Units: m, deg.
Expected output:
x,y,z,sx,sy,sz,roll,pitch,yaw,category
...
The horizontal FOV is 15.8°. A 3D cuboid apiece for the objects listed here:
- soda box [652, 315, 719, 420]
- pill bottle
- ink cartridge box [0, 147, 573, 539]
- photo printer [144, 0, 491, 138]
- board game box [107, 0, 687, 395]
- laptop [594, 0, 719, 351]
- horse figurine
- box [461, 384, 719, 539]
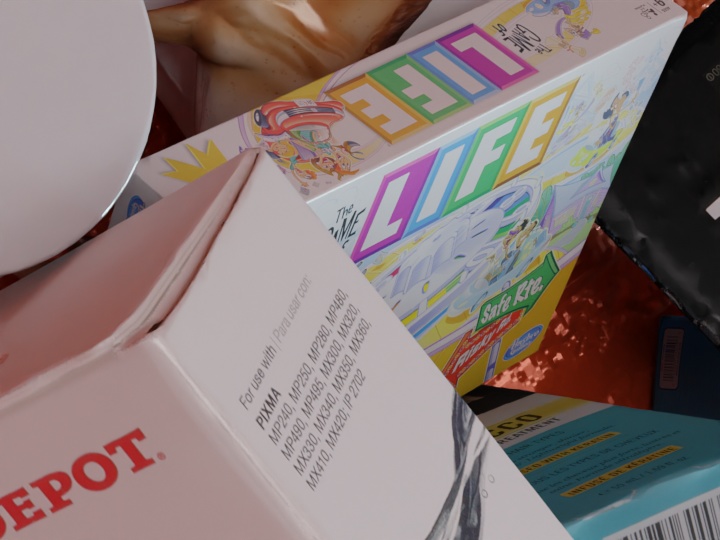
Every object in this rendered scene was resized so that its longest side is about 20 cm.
x,y,z,sx,sy,sz,roll,pitch,yaw,category
0.140,0.118,0.895,0.068,0.064,0.201,6,88,-30,soda box
-0.135,-0.045,0.658,0.115,0.200,0.116,-1,91,-30,pill bottle
-0.028,0.092,0.597,0.200,0.145,0.084,52,32,-17,ink cartridge box
-0.021,-0.140,0.769,0.166,0.069,0.200,-33,108,2,photo printer
0.000,0.000,0.711,0.200,0.034,0.135,-28,149,-44,board game box
0.173,0.000,0.872,0.200,0.103,0.177,46,65,6,laptop
-0.046,-0.039,0.739,0.132,0.050,0.201,11,115,6,horse figurine
0.036,0.071,0.756,0.082,0.200,0.049,-20,102,-28,box
